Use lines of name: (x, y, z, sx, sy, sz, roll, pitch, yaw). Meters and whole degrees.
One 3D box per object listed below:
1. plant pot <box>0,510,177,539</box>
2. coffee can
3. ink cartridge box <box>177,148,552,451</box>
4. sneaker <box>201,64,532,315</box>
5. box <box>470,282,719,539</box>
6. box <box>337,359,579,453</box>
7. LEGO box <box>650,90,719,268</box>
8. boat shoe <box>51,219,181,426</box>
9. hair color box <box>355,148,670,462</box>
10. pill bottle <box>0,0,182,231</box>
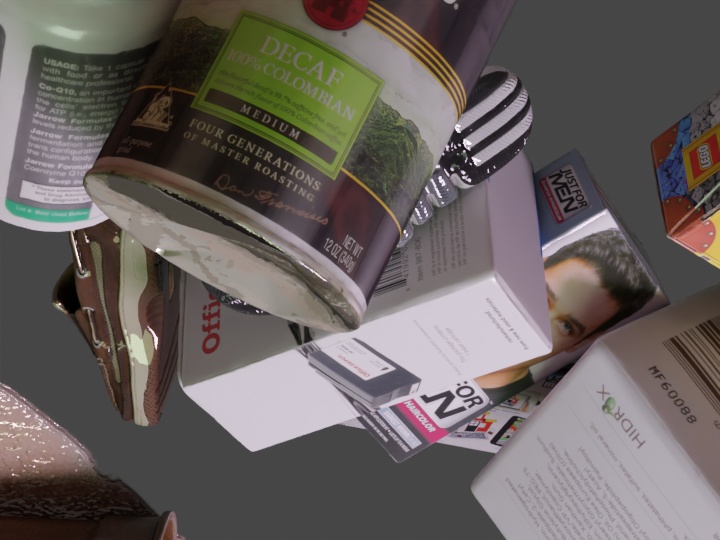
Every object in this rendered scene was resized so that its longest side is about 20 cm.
plant pot: (-0.246, 0.264, 1.343, 0.196, 0.202, 0.201, 7, 140, 1)
coffee can: (-0.021, -0.093, 0.867, 0.145, 0.201, 0.146, 25, 167, 6)
ink cartridge box: (0.000, 0.000, 1.058, 0.198, 0.146, 0.084, -20, 138, 21)
sneaker: (-0.010, -0.058, 1.001, 0.199, 0.116, 0.075, -31, 125, -8)
box: (0.220, 0.137, 1.135, 0.198, 0.201, 0.172, -20, 156, -40)
box: (0.066, 0.072, 1.232, 0.198, 0.035, 0.110, 12, 138, -16)
LEGO box: (0.292, -0.044, 1.068, 0.199, 0.078, 0.149, 28, 132, -31)
boat shoe: (-0.152, 0.015, 1.139, 0.074, 0.075, 0.204, 12, 134, 6)
hair color box: (0.076, 0.024, 1.119, 0.199, 0.061, 0.099, -32, 132, 11)
pill bottle: (-0.147, -0.123, 0.930, 0.112, 0.114, 0.201, 9, 140, -12)
